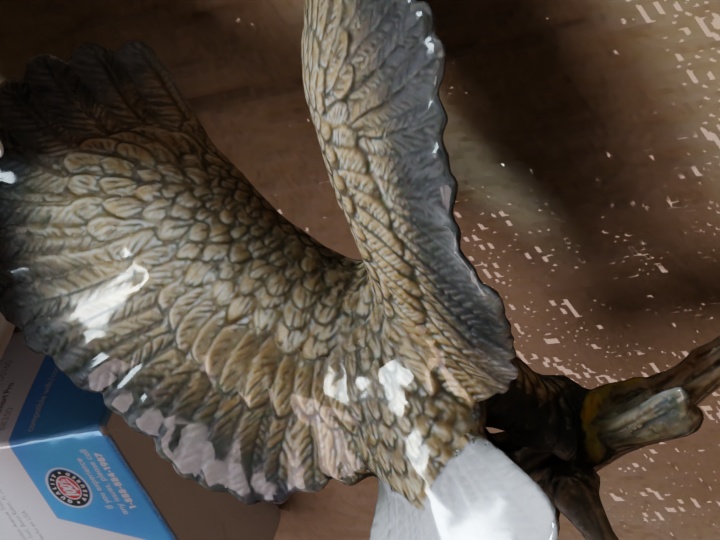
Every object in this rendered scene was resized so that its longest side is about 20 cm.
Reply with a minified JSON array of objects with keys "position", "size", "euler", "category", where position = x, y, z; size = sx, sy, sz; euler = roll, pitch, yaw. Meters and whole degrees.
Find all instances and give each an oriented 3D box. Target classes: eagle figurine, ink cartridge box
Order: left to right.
[{"position":[-0.147,0.089,0.979],"size":[0.200,0.067,0.116],"euler":[-10,129,25],"category":"ink cartridge box"},{"position":[-0.002,-0.002,0.726],"size":[0.200,0.152,0.151],"euler":[43,169,-20],"category":"eagle figurine"}]

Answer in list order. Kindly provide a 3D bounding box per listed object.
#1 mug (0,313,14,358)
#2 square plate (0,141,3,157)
[{"position":[-0.209,-0.014,0.891],"size":[0.153,0.150,0.187],"euler":[6,150,27],"category":"mug"},{"position":[-0.179,-0.104,0.733],"size":[0.200,0.028,0.198],"euler":[54,169,-9],"category":"square plate"}]
